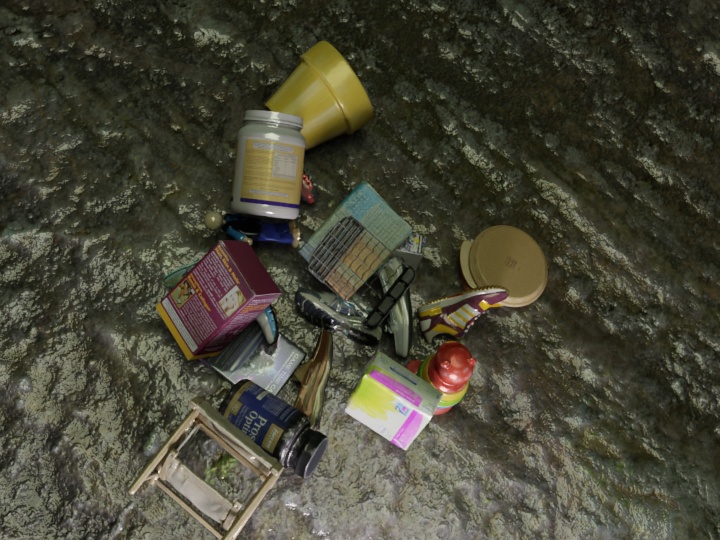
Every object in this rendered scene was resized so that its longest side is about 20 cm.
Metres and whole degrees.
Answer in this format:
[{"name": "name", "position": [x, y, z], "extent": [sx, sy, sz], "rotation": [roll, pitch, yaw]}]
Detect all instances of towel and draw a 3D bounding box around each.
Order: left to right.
[{"name": "towel", "position": [-0.010, -0.061, 1.666], "extent": [0.147, 0.022, 0.200], "rotation": [44, 87, -3]}]

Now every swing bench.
[{"name": "swing bench", "position": [-0.264, 0.362, 1.465], "extent": [0.198, 0.130, 0.202], "rotation": [37, 87, 6]}]

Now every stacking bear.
[{"name": "stacking bear", "position": [0.165, 0.200, 1.604], "extent": [0.118, 0.201, 0.116], "rotation": [1, 66, -10]}]

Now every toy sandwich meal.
[{"name": "toy sandwich meal", "position": [0.309, -0.002, 1.794], "extent": [0.200, 0.070, 0.210], "rotation": [5, 67, -12]}]

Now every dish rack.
[{"name": "dish rack", "position": [0.000, 0.000, 1.631], "extent": [0.199, 0.055, 0.154], "rotation": [41, 85, -3]}]

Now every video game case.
[{"name": "video game case", "position": [-0.225, 0.163, 1.651], "extent": [0.198, 0.019, 0.144], "rotation": [37, 66, 5]}]

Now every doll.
[{"name": "doll", "position": [-0.229, -0.089, 1.714], "extent": [0.195, 0.049, 0.137], "rotation": [7, 26, -23]}]

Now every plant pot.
[{"name": "plant pot", "position": [-0.101, -0.364, 1.812], "extent": [0.188, 0.201, 0.202], "rotation": [-37, 77, -7]}]

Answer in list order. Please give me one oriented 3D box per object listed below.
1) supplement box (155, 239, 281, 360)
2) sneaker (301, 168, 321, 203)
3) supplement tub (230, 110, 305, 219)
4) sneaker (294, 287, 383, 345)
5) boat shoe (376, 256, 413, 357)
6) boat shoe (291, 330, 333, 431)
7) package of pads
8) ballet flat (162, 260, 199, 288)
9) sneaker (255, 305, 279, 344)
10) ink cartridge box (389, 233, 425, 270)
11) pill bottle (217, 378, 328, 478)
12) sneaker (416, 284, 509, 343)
[{"name": "supplement box", "position": [-0.271, 0.056, 1.569], "extent": [0.199, 0.103, 0.132], "rotation": [-41, 75, 19]}, {"name": "sneaker", "position": [-0.177, -0.203, 1.789], "extent": [0.200, 0.071, 0.098], "rotation": [41, 73, 5]}, {"name": "supplement tub", "position": [-0.186, -0.213, 1.677], "extent": [0.142, 0.145, 0.206], "rotation": [6, 93, -7]}, {"name": "sneaker", "position": [-0.041, 0.079, 1.697], "extent": [0.197, 0.078, 0.088], "rotation": [27, 58, -9]}, {"name": "boat shoe", "position": [0.071, 0.076, 1.698], "extent": [0.063, 0.074, 0.208], "rotation": [-6, 93, 11]}, {"name": "boat shoe", "position": [-0.098, 0.213, 1.623], "extent": [0.072, 0.076, 0.204], "rotation": [11, 65, -1]}, {"name": "package of pads", "position": [0.056, 0.250, 1.564], "extent": [0.153, 0.201, 0.069], "rotation": [31, 58, 6]}, {"name": "ballet flat", "position": [-0.302, 0.004, 1.679], "extent": [0.197, 0.075, 0.075], "rotation": [-27, 74, -18]}, {"name": "sneaker", "position": [-0.225, 0.061, 1.645], "extent": [0.085, 0.075, 0.204], "rotation": [-23, 80, -8]}, {"name": "ink cartridge box", "position": [0.031, -0.049, 1.737], "extent": [0.195, 0.109, 0.051], "rotation": [11, 65, -5]}, {"name": "pill bottle", "position": [-0.163, 0.297, 1.536], "extent": [0.197, 0.113, 0.113], "rotation": [28, 64, 15]}, {"name": "sneaker", "position": [0.219, 0.091, 1.713], "extent": [0.195, 0.075, 0.092], "rotation": [-15, 90, 13]}]
